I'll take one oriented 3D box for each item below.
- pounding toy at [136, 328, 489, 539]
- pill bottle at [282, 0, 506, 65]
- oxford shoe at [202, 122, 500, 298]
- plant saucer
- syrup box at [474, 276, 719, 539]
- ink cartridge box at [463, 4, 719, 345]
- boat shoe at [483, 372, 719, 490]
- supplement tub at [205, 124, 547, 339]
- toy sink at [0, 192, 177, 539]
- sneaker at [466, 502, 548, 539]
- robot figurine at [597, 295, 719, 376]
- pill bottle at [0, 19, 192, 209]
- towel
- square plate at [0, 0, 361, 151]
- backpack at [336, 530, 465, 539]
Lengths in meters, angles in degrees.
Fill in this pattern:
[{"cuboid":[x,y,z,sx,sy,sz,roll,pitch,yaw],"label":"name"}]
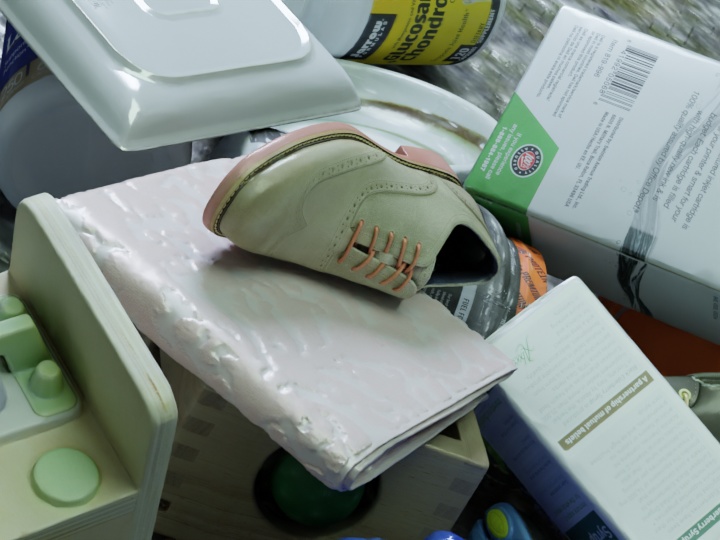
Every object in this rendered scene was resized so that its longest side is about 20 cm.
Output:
[{"cuboid":[-0.053,0.095,1.128,0.184,0.142,0.200,21,26,-19],"label":"pounding toy"},{"cuboid":[-0.001,-0.200,1.519,0.200,0.112,0.112,-4,50,-41],"label":"pill bottle"},{"cuboid":[0.004,-0.025,1.091,0.200,0.071,0.074,-2,43,-51],"label":"oxford shoe"},{"cuboid":[-0.003,-0.083,1.402,0.200,0.050,0.200,13,21,-5],"label":"plant saucer"},{"cuboid":[0.142,0.110,1.178,0.081,0.079,0.200,-36,81,-19],"label":"syrup box"},{"cuboid":[0.184,-0.054,1.319,0.200,0.083,0.147,24,70,19],"label":"ink cartridge box"},{"cuboid":[0.162,0.095,1.257,0.201,0.060,0.072,-5,80,3],"label":"boat shoe"},{"cuboid":[0.000,0.000,1.270,0.200,0.123,0.123,20,37,-19],"label":"supplement tub"},{"cuboid":[-0.168,0.086,0.948,0.112,0.200,0.130,-19,59,-28],"label":"toy sink"},{"cuboid":[0.120,0.214,1.163,0.083,0.071,0.200,-9,58,-53],"label":"sneaker"},{"cuboid":[0.215,0.066,1.370,0.117,0.144,0.200,31,29,-42],"label":"robot figurine"},{"cuboid":[-0.157,-0.122,1.298,0.116,0.116,0.200,20,36,-19],"label":"pill bottle"},{"cuboid":[-0.038,0.019,1.078,0.200,0.032,0.191,38,25,16],"label":"towel"},{"cuboid":[-0.117,-0.154,1.242,0.198,0.028,0.200,-15,56,-48],"label":"square plate"},{"cuboid":[0.042,0.214,1.023,0.200,0.163,0.168,14,28,-6],"label":"backpack"}]
